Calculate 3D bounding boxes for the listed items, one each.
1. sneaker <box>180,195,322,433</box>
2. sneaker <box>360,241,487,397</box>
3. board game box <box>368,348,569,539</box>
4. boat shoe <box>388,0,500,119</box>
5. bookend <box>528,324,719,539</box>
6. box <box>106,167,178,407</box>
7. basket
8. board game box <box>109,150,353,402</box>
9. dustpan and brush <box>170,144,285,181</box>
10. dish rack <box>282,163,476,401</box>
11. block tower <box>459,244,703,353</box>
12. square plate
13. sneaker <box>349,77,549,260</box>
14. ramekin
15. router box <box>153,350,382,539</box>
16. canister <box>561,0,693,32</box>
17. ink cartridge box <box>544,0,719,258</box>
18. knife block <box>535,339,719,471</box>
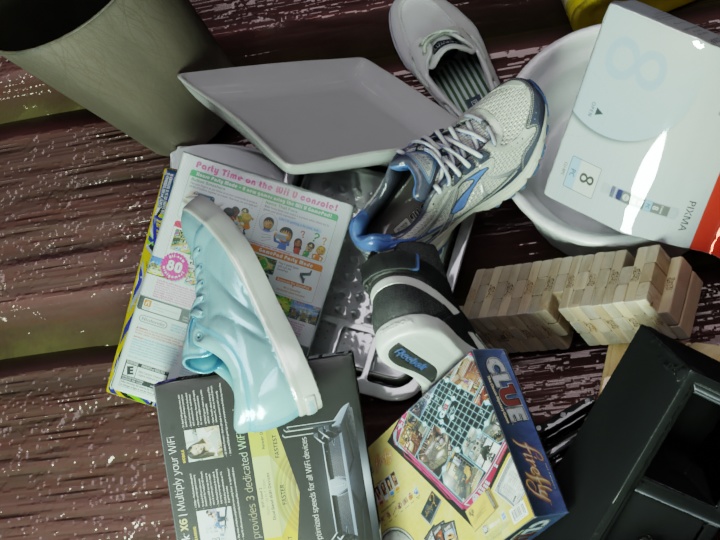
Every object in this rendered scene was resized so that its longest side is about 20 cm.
[{"bbox_3d":[-0.105,0.032,1.113,0.082,0.074,0.200,-24,62,-13],"label":"sneaker"},{"bbox_3d":[0.063,0.041,1.175,0.073,0.200,0.112,-20,58,14],"label":"sneaker"},{"bbox_3d":[0.069,0.167,1.139,0.035,0.200,0.136,-2,60,-34],"label":"board game box"},{"bbox_3d":[0.085,-0.188,1.327,0.073,0.067,0.200,-34,64,0],"label":"boat shoe"},{"bbox_3d":[0.250,0.175,1.085,0.198,0.092,0.200,25,102,-19],"label":"bookend"},{"bbox_3d":[-0.154,0.017,1.283,0.064,0.070,0.201,14,90,17],"label":"box"},{"bbox_3d":[-0.210,-0.200,1.328,0.180,0.200,0.136,-17,55,23],"label":"basket"},{"bbox_3d":[-0.103,0.020,1.211,0.147,0.064,0.201,18,91,-1],"label":"board game box"},{"bbox_3d":[-0.068,-0.053,1.331,0.199,0.057,0.140,-7,79,20],"label":"dustpan and brush"},{"bbox_3d":[0.000,0.000,1.267,0.171,0.044,0.201,15,85,12],"label":"dish rack"},{"bbox_3d":[0.168,0.026,1.179,0.200,0.054,0.058,-10,47,41],"label":"block tower"},{"bbox_3d":[-0.028,-0.132,1.275,0.198,0.029,0.200,-10,33,-32],"label":"square plate"},{"bbox_3d":[0.069,-0.076,1.181,0.200,0.085,0.077,-48,60,9],"label":"sneaker"},{"bbox_3d":[0.218,-0.097,1.237,0.200,0.098,0.201,-5,68,14],"label":"ramekin"},{"bbox_3d":[-0.067,0.172,1.154,0.157,0.052,0.201,-8,89,0],"label":"router box"},{"bbox_3d":[0.223,-0.324,1.332,0.148,0.087,0.200,-20,67,7],"label":"canister"},{"bbox_3d":[0.251,-0.090,1.100,0.200,0.047,0.160,29,117,25],"label":"ink cartridge box"},{"bbox_3d":[0.230,0.143,1.159,0.199,0.064,0.176,7,72,18],"label":"knife block"}]
